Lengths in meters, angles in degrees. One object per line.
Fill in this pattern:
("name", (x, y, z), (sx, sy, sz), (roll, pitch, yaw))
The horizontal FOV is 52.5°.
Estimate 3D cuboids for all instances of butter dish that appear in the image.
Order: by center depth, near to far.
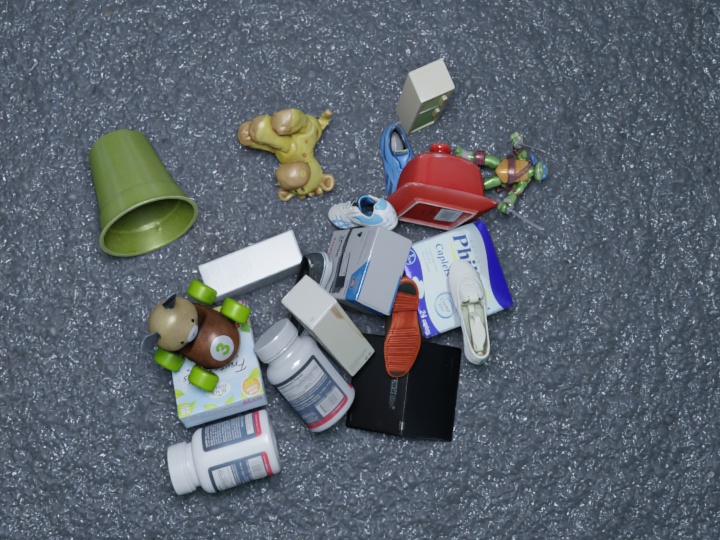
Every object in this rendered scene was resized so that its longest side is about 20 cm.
("butter dish", (0.152, -0.177, 1.434), (0.194, 0.200, 0.152), (11, 76, -15))

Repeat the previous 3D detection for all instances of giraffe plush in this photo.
("giraffe plush", (-0.136, -0.228, 1.480), (0.197, 0.170, 0.167), (-12, 94, -40))

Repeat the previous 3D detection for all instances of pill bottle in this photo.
("pill bottle", (-0.259, 0.351, 1.388), (0.194, 0.120, 0.123), (-15, 84, -6))
("pill bottle", (-0.111, 0.197, 1.402), (0.119, 0.119, 0.202), (-40, 105, -8))

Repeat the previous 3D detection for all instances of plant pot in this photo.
("plant pot", (-0.444, -0.163, 1.428), (0.196, 0.201, 0.193), (-26, 72, -7))

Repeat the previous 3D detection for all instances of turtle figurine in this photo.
("turtle figurine", (0.286, -0.199, 1.484), (0.188, 0.147, 0.202), (2, 39, 14))

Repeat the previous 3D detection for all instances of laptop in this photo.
("laptop", (0.089, 0.239, 1.493), (0.195, 0.115, 0.193), (4, 81, 25))

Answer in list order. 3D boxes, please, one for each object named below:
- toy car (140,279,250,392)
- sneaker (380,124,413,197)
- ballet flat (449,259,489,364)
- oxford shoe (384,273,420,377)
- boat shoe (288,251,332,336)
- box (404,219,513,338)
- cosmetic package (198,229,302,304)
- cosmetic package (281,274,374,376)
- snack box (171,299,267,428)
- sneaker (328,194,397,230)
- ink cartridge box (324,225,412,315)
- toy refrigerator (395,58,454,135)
("toy car", (-0.308, 0.103, 1.278), (0.155, 0.200, 0.168), (25, 84, 17))
("sneaker", (0.084, -0.202, 1.515), (0.064, 0.078, 0.206), (-12, 85, -8))
("ballet flat", (0.216, 0.076, 1.392), (0.067, 0.069, 0.206), (-9, 85, -6))
("oxford shoe", (0.079, 0.105, 1.420), (0.069, 0.073, 0.206), (4, 105, -11))
("boat shoe", (-0.114, 0.052, 1.434), (0.055, 0.069, 0.204), (2, 119, -37))
("box", (0.182, 0.018, 1.481), (0.195, 0.105, 0.189), (-19, 85, -7))
("cosmetic package", (-0.214, -0.005, 1.454), (0.195, 0.101, 0.073), (-21, 84, -8))
("cosmetic package", (-0.059, 0.108, 1.393), (0.071, 0.201, 0.105), (-45, 52, -9))
("snack box", (-0.280, 0.178, 1.410), (0.164, 0.068, 0.204), (-15, 64, -6))
("sneaker", (-0.001, -0.120, 1.446), (0.072, 0.198, 0.074), (-40, 118, -26))
("ink cartridge box", (0.000, 0.000, 1.413), (0.083, 0.199, 0.148), (22, 80, -25))
("toy refrigerator", (0.128, -0.343, 1.474), (0.074, 0.200, 0.072), (-23, 84, -8))
